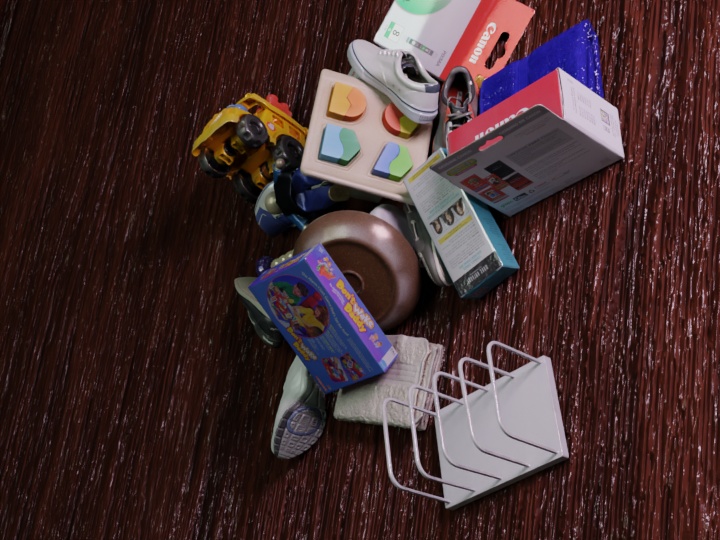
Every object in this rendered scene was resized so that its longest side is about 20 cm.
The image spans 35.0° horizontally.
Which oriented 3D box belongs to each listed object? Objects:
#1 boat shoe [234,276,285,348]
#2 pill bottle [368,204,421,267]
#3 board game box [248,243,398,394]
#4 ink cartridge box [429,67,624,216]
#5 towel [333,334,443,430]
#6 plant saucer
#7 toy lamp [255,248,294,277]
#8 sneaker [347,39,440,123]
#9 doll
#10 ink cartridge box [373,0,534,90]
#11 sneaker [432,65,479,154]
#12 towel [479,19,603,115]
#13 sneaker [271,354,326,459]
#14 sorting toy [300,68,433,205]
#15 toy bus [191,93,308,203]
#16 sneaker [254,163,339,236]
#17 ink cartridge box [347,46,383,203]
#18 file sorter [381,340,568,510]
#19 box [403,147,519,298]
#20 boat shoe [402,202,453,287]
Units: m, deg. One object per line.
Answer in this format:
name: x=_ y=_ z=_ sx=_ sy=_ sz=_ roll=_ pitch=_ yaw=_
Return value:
boat shoe: x=-0.171 y=0.065 z=1.948 sx=0.200 sy=0.071 sz=0.068 roll=-135 pitch=49 yaw=-56
pill bottle: x=0.000 y=0.000 z=1.735 sx=0.200 sy=0.112 sz=0.113 roll=-40 pitch=44 yaw=31
board game box: x=-0.054 y=0.073 z=1.650 sx=0.134 sy=0.201 sz=0.045 roll=-24 pitch=16 yaw=43
ink cartridge box: x=0.215 y=-0.174 z=1.513 sx=0.199 sy=0.175 sz=0.085 roll=-27 pitch=52 yaw=39
towel: x=0.036 y=0.162 z=1.671 sx=0.199 sy=0.034 sz=0.134 roll=-3 pitch=68 yaw=50
plant saucer: x=-0.011 y=0.012 z=1.657 sx=0.200 sy=0.200 sz=0.037 roll=-40 pitch=9 yaw=30
toy lamp: x=-0.095 y=-0.032 z=1.915 sx=0.199 sy=0.058 sz=0.059 roll=-29 pitch=50 yaw=42
sneaker: x=0.056 y=-0.302 z=1.713 sx=0.200 sy=0.073 sz=0.071 roll=45 pitch=131 yaw=31
doll: x=-0.096 y=-0.120 z=1.842 sx=0.199 sy=0.048 sz=0.138 roll=-11 pitch=103 yaw=53
ink cartridge box: x=0.139 y=-0.372 z=1.736 sx=0.199 sy=0.050 sz=0.162 roll=33 pitch=99 yaw=23
sneaker: x=0.138 y=-0.205 z=1.669 sx=0.076 sy=0.082 sz=0.202 roll=-4 pitch=73 yaw=6
towel: x=0.249 y=-0.255 z=1.618 sx=0.199 sy=0.049 sz=0.149 roll=-26 pitch=53 yaw=41
sneaker: x=-0.090 y=0.199 z=1.790 sx=0.087 sy=0.074 sz=0.202 roll=-1 pitch=64 yaw=63
sorting toy: x=0.016 y=-0.203 z=1.696 sx=0.037 sy=0.183 sz=0.202 roll=119 pitch=163 yaw=-59
toy bus: x=-0.185 y=-0.243 z=2.027 sx=0.135 sy=0.199 sz=0.194 roll=-31 pitch=42 yaw=36
sneaker: x=-0.100 y=-0.111 z=1.940 sx=0.199 sy=0.080 sz=0.116 roll=-39 pitch=43 yaw=29
ink cartridge box: x=0.020 y=-0.234 z=1.821 sx=0.144 sy=0.083 sz=0.202 roll=129 pitch=147 yaw=-56
file sorter: x=0.140 y=0.196 z=1.453 sx=0.199 sy=0.124 sz=0.140 roll=-33 pitch=49 yaw=35
box: x=0.140 y=-0.067 z=1.602 sx=0.082 sy=0.049 sz=0.201 roll=-39 pitch=64 yaw=31
boat shoe: x=0.099 y=-0.047 z=1.674 sx=0.057 sy=0.067 sz=0.202 roll=-29 pitch=44 yaw=25
